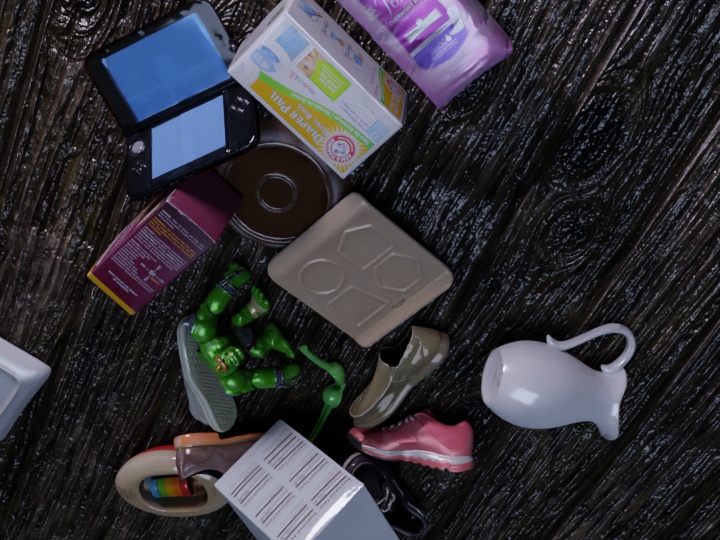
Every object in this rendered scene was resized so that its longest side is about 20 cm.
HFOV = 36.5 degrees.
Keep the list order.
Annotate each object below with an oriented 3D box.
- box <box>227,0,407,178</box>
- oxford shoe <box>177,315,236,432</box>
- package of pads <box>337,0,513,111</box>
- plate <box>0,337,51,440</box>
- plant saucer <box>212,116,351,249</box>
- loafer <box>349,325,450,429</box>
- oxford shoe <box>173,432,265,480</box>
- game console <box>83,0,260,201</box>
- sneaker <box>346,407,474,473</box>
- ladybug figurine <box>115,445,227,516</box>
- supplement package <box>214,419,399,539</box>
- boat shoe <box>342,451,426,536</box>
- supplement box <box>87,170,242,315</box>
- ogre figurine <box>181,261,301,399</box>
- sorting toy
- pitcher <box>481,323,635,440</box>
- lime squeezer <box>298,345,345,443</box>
[{"bbox_3d":[-0.048,-0.231,1.349,0.200,0.102,0.112,41,117,-18],"label":"box"},{"bbox_3d":[-0.242,0.157,1.638,0.057,0.075,0.201,8,127,35],"label":"oxford shoe"},{"bbox_3d":[0.077,-0.302,1.306,0.120,0.076,0.200,-38,111,22],"label":"package of pads"},{"bbox_3d":[-0.613,0.171,1.707,0.199,0.032,0.200,34,120,-15],"label":"plate"},{"bbox_3d":[-0.112,-0.109,1.476,0.198,0.032,0.202,4,122,6],"label":"plant saucer"},{"bbox_3d":[0.046,0.149,1.597,0.067,0.076,0.200,37,109,-16],"label":"loafer"},{"bbox_3d":[-0.189,0.291,1.680,0.198,0.073,0.071,3,157,-21],"label":"oxford shoe"},{"bbox_3d":[-0.241,-0.212,1.379,0.199,0.173,0.119,-21,144,19],"label":"game console"},{"bbox_3d":[0.080,0.249,1.668,0.198,0.074,0.088,8,90,11],"label":"sneaker"},{"bbox_3d":[-0.295,0.329,1.742,0.198,0.072,0.137,-2,126,11],"label":"ladybug figurine"},{"bbox_3d":[-0.074,0.367,1.622,0.147,0.199,0.192,-44,136,-17],"label":"supplement package"},{"bbox_3d":[0.042,0.350,1.696,0.073,0.063,0.200,-47,130,-10],"label":"boat shoe"},{"bbox_3d":[-0.263,-0.044,1.467,0.086,0.111,0.200,43,126,-15],"label":"supplement box"},{"bbox_3d":[-0.172,0.102,1.569,0.119,0.098,0.201,-33,133,-13],"label":"ogre figurine"},{"bbox_3d":[0.000,0.000,1.518,0.185,0.037,0.200,-38,118,25],"label":"sorting toy"},{"bbox_3d":[0.284,0.145,1.550,0.198,0.121,0.173,11,102,-13],"label":"pitcher"},{"bbox_3d":[-0.052,0.181,1.632,0.038,0.070,0.201,28,136,32],"label":"lime squeezer"}]
